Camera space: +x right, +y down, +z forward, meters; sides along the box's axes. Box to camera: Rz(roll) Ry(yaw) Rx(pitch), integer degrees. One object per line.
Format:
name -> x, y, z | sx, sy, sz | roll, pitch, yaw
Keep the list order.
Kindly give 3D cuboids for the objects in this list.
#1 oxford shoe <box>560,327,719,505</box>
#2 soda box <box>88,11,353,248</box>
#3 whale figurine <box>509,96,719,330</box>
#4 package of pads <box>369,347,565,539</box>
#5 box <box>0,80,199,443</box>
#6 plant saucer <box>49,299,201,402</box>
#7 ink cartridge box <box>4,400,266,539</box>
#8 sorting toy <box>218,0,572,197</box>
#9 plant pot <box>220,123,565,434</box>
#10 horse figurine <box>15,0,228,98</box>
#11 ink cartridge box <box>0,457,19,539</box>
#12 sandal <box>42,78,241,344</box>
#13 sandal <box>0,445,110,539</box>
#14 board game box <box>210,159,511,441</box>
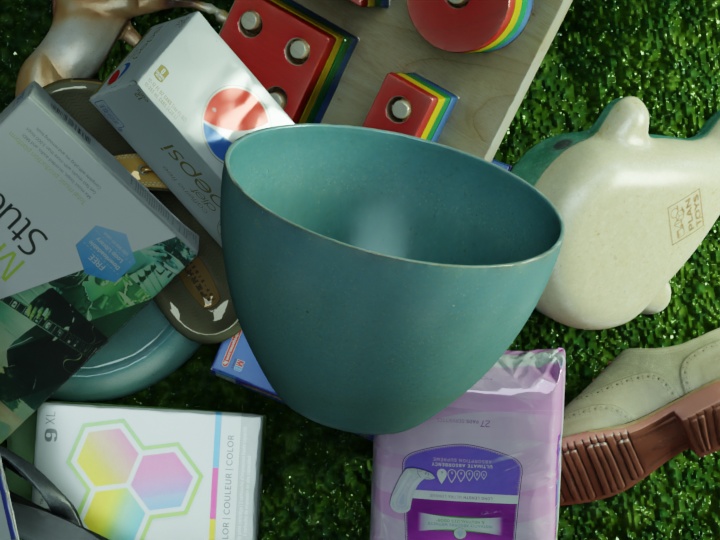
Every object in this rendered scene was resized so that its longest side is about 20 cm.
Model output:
oxford shoe -> 0.168, 0.097, 1.532 | 0.199, 0.071, 0.075 | -18, 52, 0
soda box -> -0.071, -0.061, 1.437 | 0.200, 0.063, 0.068 | 49, 60, -22
whale figurine -> 0.173, -0.047, 1.529 | 0.199, 0.104, 0.160 | -29, 123, -24
package of pads -> 0.066, 0.144, 1.465 | 0.120, 0.076, 0.202 | 4, 106, 8
box -> -0.218, 0.003, 1.432 | 0.200, 0.036, 0.144 | -43, 105, 15
plant saucer -> -0.182, -0.010, 1.507 | 0.198, 0.027, 0.202 | 0, 99, -3
ink cartridge box -> -0.163, 0.138, 1.498 | 0.198, 0.059, 0.105 | 4, 87, -2
sorting toy -> 0.009, -0.155, 1.456 | 0.199, 0.070, 0.200 | 31, 106, 17
plant pot -> 0.006, 0.014, 1.349 | 0.199, 0.200, 0.136 | 13, 112, -2
horse figurine -> -0.175, -0.132, 1.538 | 0.132, 0.050, 0.201 | 27, 79, -7
ink cartridge box -> -0.294, 0.091, 1.380 | 0.199, 0.047, 0.199 | -18, 80, 21
sandal -> -0.135, -0.037, 1.464 | 0.080, 0.054, 0.201 | -34, 100, 2
sandal -> -0.198, 0.144, 1.434 | 0.199, 0.076, 0.043 | 29, 87, -8
board game box -> 0.000, 0.000, 1.533 | 0.134, 0.045, 0.201 | 23, 82, 0
